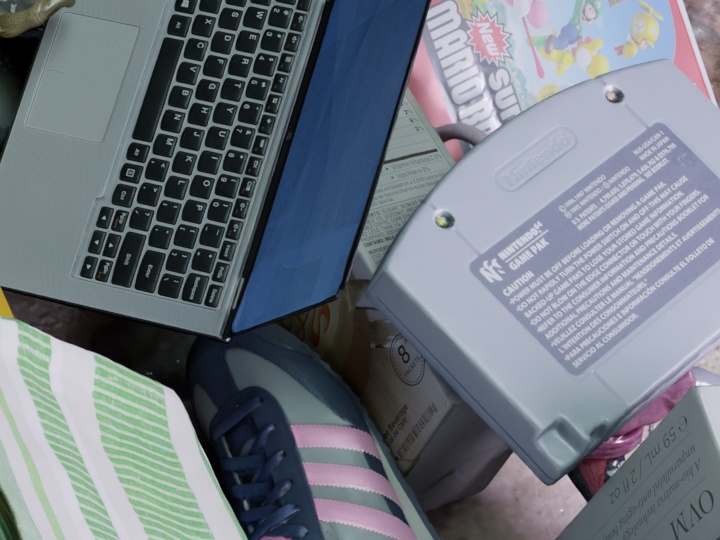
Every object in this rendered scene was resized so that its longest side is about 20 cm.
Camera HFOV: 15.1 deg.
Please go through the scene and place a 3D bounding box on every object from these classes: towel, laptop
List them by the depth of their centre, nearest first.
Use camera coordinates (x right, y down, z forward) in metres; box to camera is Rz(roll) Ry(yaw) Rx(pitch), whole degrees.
[{"bbox_3d":[-0.093,0.079,0.987,0.200,0.023,0.153,37,21,-58],"label":"towel"},{"bbox_3d":[-0.065,-0.078,1.133,0.199,0.116,0.188,13,74,14],"label":"laptop"}]

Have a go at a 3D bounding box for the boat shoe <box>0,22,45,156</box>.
[{"bbox_3d":[-0.151,-0.084,1.247,0.076,0.060,0.200,45,48,8],"label":"boat shoe"}]

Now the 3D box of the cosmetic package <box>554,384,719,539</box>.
[{"bbox_3d":[0.166,0.182,1.116,0.122,0.200,0.201,0,55,-29],"label":"cosmetic package"}]

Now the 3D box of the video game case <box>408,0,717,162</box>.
[{"bbox_3d":[0.087,-0.087,1.335,0.199,0.017,0.144,-28,105,-30],"label":"video game case"}]

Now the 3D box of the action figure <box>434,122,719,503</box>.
[{"bbox_3d":[0.106,0.029,1.236,0.148,0.134,0.201,15,62,-31],"label":"action figure"}]

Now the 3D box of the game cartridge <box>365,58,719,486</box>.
[{"bbox_3d":[0.100,-0.009,1.173,0.200,0.041,0.133,-35,80,-34],"label":"game cartridge"}]

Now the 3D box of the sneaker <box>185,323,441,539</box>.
[{"bbox_3d":[-0.025,0.104,1.154,0.082,0.070,0.200,-11,59,-53],"label":"sneaker"}]

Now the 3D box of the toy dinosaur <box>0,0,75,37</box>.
[{"bbox_3d":[-0.176,-0.107,1.171,0.101,0.200,0.058,-38,115,-9],"label":"toy dinosaur"}]

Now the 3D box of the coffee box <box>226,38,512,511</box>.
[{"bbox_3d":[0.000,0.000,1.228,0.079,0.115,0.201,-16,63,-35],"label":"coffee box"}]

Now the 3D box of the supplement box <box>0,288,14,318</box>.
[{"bbox_3d":[-0.195,0.085,0.975,0.198,0.132,0.200,63,10,25],"label":"supplement box"}]
